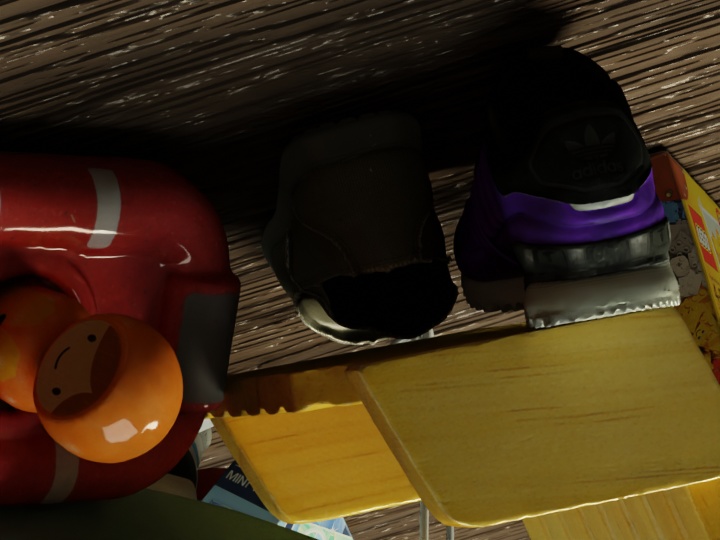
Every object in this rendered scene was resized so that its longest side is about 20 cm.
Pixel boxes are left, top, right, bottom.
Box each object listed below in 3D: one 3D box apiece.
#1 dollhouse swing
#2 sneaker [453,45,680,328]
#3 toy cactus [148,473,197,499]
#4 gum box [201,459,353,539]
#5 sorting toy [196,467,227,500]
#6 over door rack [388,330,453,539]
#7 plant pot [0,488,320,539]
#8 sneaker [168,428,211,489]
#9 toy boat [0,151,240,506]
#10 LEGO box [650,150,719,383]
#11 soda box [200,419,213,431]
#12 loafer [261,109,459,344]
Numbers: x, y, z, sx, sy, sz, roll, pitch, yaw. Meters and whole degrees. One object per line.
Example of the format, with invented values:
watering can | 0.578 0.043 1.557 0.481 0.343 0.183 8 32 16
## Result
dollhouse swing | 0.051 0.111 1.120 0.181 0.176 0.200 -10 -179 -22
sneaker | 0.075 -0.036 1.093 0.069 0.100 0.200 -11 -175 -8
toy cactus | -0.152 0.109 1.250 0.165 0.103 0.200 6 -179 -23
gum box | -0.068 0.202 1.288 0.044 0.200 0.170 23 152 32
sorting toy | -0.141 0.157 1.394 0.200 0.070 0.199 5 -147 44
over door rack | 0.021 0.110 1.316 0.066 0.201 0.148 -12 163 3
plant pot | -0.086 0.158 1.079 0.200 0.142 0.141 23 -168 9
sneaker | -0.160 0.102 1.375 0.199 0.075 0.087 -9 -169 16
toy boat | -0.113 0.030 1.018 0.200 0.131 0.131 0 -166 -41
LEGO box | 0.147 0.048 1.307 0.077 0.149 0.200 -19 163 15
soda box | -0.143 0.034 1.169 0.063 0.068 0.200 -25 160 30
loafer | 0.000 0.000 1.170 0.075 0.070 0.200 -14 163 -1
